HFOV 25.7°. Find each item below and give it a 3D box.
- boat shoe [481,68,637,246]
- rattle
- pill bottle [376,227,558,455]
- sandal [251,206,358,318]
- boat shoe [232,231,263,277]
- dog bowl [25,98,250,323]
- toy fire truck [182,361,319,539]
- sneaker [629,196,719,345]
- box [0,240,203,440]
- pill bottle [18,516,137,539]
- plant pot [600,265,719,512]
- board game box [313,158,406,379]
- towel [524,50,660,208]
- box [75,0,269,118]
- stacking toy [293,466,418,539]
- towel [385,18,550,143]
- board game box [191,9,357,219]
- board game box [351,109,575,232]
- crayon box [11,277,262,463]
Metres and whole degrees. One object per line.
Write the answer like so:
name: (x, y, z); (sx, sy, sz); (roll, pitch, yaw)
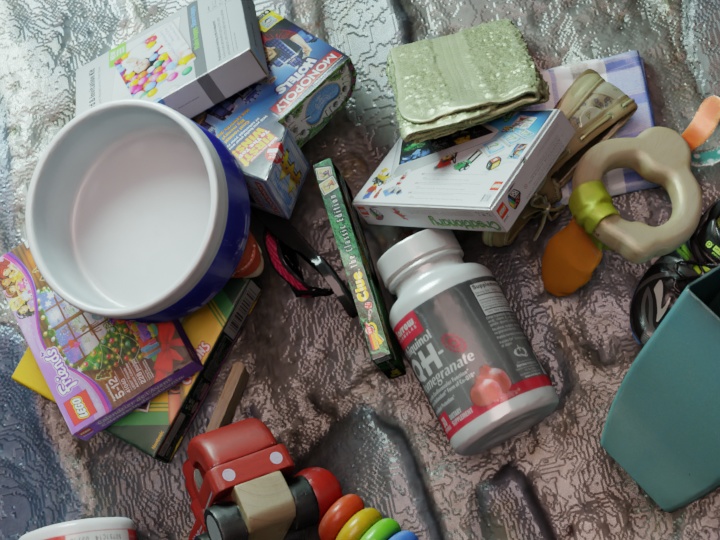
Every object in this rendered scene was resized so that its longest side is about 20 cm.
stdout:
boat shoe: (0.187, -0.100, 1.511); (0.063, 0.073, 0.200); (34, 85, 13)
rattle: (0.275, -0.066, 1.521); (0.130, 0.143, 0.200); (26, 52, 23)
pill bottle: (0.095, 0.063, 1.488); (0.110, 0.111, 0.201); (-28, 73, 2)
sandal: (-0.071, -0.015, 1.558); (0.045, 0.075, 0.200); (-43, 66, -4)
boat shoe: (-0.173, -0.057, 1.544); (0.200, 0.063, 0.071); (36, 92, 29)
dog bowl: (-0.205, -0.053, 1.464); (0.199, 0.079, 0.201); (-3, 81, 20)
toy fire truck: (-0.118, 0.178, 1.472); (0.128, 0.176, 0.201); (-17, 65, -24)
sneaker: (0.321, -0.010, 1.482); (0.071, 0.083, 0.200); (39, 86, 12)
box: (-0.257, 0.044, 1.528); (0.136, 0.039, 0.201); (-32, 71, 3)
pill bottle: (-0.253, 0.340, 1.475); (0.113, 0.114, 0.201); (-13, 74, 6)
plant pot: (0.313, 0.110, 1.393); (0.141, 0.141, 0.200); (46, 128, 17)
board game box: (0.000, 0.000, 1.523); (0.023, 0.105, 0.201); (-18, 73, 3)
towel: (0.193, -0.135, 1.566); (0.199, 0.024, 0.148); (-9, 76, 7)
box: (-0.193, -0.198, 1.583); (0.199, 0.041, 0.156); (-28, 36, 11)
stacking toy: (0.008, 0.258, 1.474); (0.200, 0.085, 0.086); (37, 85, 20)
towel: (0.099, -0.188, 1.527); (0.148, 0.200, 0.037); (-16, 118, 4)
board game box: (-0.098, -0.143, 1.555); (0.200, 0.062, 0.200); (-43, 46, -10)
board game box: (0.094, -0.096, 1.491); (0.199, 0.035, 0.126); (6, 53, 51)
crayon box: (-0.221, 0.062, 1.568); (0.172, 0.058, 0.201); (26, 81, 15)
